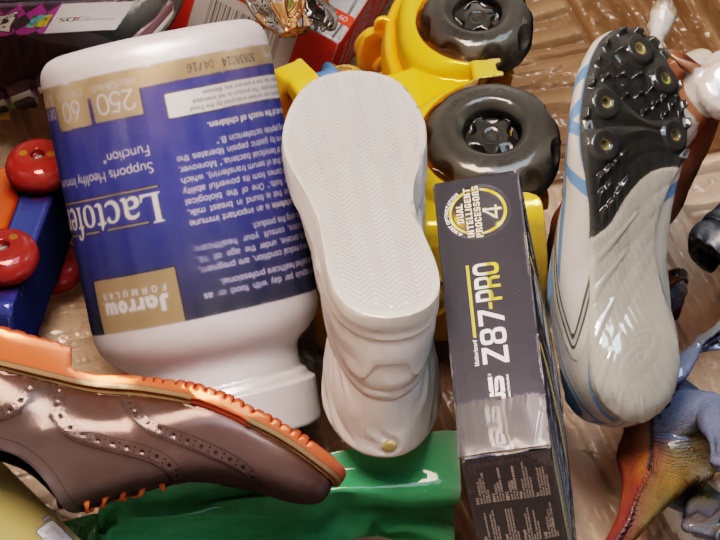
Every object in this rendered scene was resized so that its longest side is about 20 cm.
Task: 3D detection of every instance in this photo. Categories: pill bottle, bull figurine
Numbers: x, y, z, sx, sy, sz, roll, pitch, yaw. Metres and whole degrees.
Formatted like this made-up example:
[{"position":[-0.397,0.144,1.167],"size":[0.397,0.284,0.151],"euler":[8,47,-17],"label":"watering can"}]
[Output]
[{"position":[-0.084,-0.016,1.463],"size":[0.115,0.116,0.201],"euler":[-13,92,-27],"label":"pill bottle"},{"position":[0.155,-0.068,1.585],"size":[0.065,0.200,0.122],"euler":[28,34,-7],"label":"bull figurine"}]

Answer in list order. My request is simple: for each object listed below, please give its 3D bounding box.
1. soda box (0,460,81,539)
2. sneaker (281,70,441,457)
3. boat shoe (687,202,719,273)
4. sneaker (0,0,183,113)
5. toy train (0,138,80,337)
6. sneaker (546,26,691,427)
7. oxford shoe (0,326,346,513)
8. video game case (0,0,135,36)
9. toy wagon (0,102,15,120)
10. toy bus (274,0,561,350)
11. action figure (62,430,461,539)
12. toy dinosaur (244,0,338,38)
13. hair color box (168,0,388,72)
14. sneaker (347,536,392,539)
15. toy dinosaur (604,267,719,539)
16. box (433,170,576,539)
[{"position":[-0.221,0.100,1.404],"size":[0.200,0.068,0.064],"euler":[43,53,16],"label":"soda box"},{"position":[0.000,0.000,1.438],"size":[0.073,0.116,0.200],"euler":[-2,40,-3],"label":"sneaker"},{"position":[0.223,-0.023,1.608],"size":[0.071,0.200,0.091],"euler":[34,86,20],"label":"boat shoe"},{"position":[-0.192,-0.135,1.518],"size":[0.199,0.116,0.076],"euler":[-27,57,2],"label":"sneaker"},{"position":[-0.200,-0.033,1.519],"size":[0.115,0.085,0.200],"euler":[5,42,7],"label":"toy train"},{"position":[0.123,-0.022,1.492],"size":[0.072,0.072,0.201],"euler":[3,87,-31],"label":"sneaker"},{"position":[-0.107,0.084,1.375],"size":[0.199,0.071,0.073],"euler":[15,76,3],"label":"oxford shoe"},{"position":[-0.224,-0.205,1.477],"size":[0.181,0.036,0.201],"euler":[-7,64,-32],"label":"video game case"},{"position":[-0.170,-0.164,1.616],"size":[0.155,0.040,0.201],"euler":[14,71,20],"label":"toy wagon"},{"position":[0.004,-0.056,1.577],"size":[0.191,0.136,0.201],"euler":[-5,51,-3],"label":"toy bus"},{"position":[-0.055,0.127,1.432],"size":[0.199,0.119,0.055],"euler":[-3,27,-9],"label":"action figure"},{"position":[-0.032,-0.226,1.594],"size":[0.135,0.102,0.201],"euler":[-4,96,-28],"label":"toy dinosaur"},{"position":[-0.026,-0.196,1.705],"size":[0.111,0.064,0.200],"euler":[27,49,4],"label":"hair color box"},{"position":[-0.065,0.194,1.385],"size":[0.199,0.085,0.073],"euler":[-15,20,-6],"label":"sneaker"},{"position":[0.158,0.065,1.531],"size":[0.199,0.105,0.181],"euler":[-9,27,-27],"label":"toy dinosaur"},{"position":[0.075,0.076,1.438],"size":[0.049,0.200,0.162],"euler":[-9,53,4],"label":"box"}]
